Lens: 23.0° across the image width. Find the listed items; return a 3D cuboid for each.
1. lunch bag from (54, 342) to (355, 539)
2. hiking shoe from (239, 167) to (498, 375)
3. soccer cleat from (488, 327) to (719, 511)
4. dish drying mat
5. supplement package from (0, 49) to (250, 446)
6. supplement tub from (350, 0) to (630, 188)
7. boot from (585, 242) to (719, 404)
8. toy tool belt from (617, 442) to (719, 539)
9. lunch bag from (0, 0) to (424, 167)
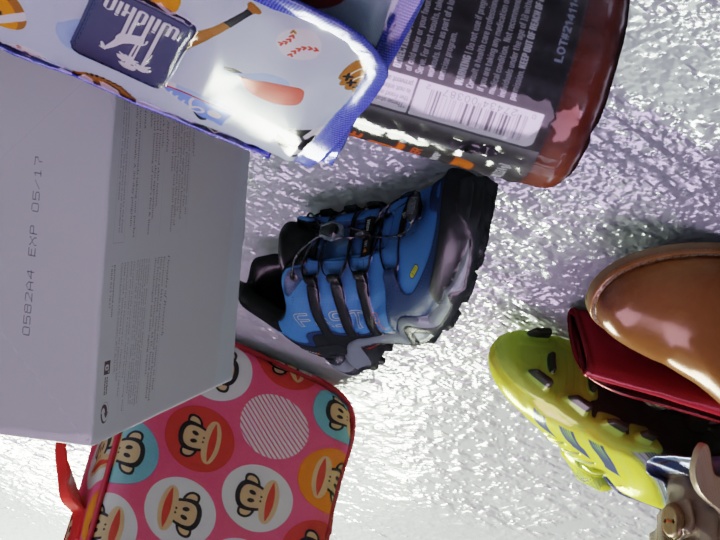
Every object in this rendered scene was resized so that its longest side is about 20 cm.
[{"bbox_3d":[-0.103,0.138,1.072,0.175,0.201,0.082,23,148,-13],"label":"lunch bag"},{"bbox_3d":[0.000,0.000,0.921,0.086,0.075,0.200,21,149,-17],"label":"hiking shoe"},{"bbox_3d":[0.141,0.099,1.039,0.199,0.065,0.084,28,130,-31],"label":"soccer cleat"},{"bbox_3d":[0.210,0.068,0.967,0.198,0.077,0.018,16,113,-7],"label":"dish drying mat"},{"bbox_3d":[-0.147,-0.021,0.779,0.149,0.153,0.200,6,-175,11],"label":"supplement package"},{"bbox_3d":[0.000,-0.107,0.706,0.198,0.108,0.107,16,151,-4],"label":"supplement tub"},{"bbox_3d":[0.207,0.077,0.879,0.199,0.156,0.077,23,130,-19],"label":"boot"},{"bbox_3d":[0.211,0.136,0.989,0.199,0.124,0.124,10,175,-34],"label":"toy tool belt"},{"bbox_3d":[-0.049,-0.142,0.579,0.169,0.124,0.201,22,120,-12],"label":"lunch bag"}]
